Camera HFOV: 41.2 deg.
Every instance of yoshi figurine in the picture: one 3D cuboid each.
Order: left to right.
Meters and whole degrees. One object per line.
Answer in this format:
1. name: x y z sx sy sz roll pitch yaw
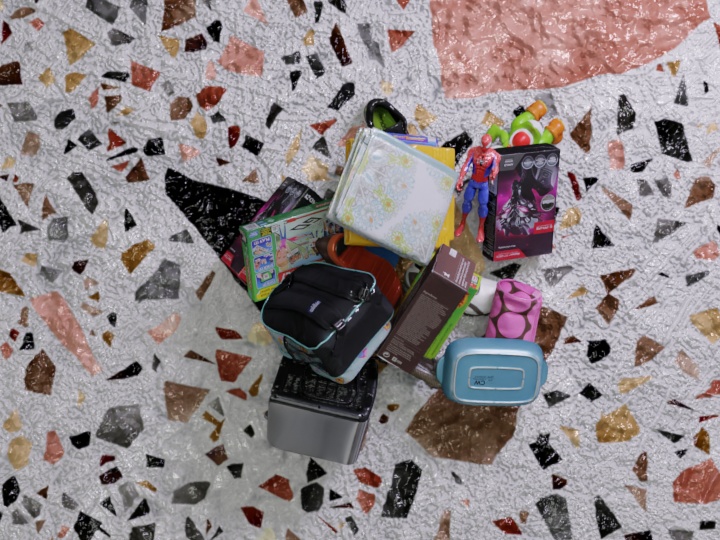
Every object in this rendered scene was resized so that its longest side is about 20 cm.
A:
1. yoshi figurine: 0.277 -0.212 1.757 0.200 0.112 0.112 -42 127 -16

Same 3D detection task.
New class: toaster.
1. toaster: -0.058 0.222 1.657 0.198 0.181 0.120 13 121 0

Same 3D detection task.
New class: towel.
1. towel: 0.055 -0.123 1.580 0.199 0.048 0.172 25 81 -21

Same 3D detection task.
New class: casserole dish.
1. casserole dish: 0.230 0.180 1.650 0.198 0.039 0.122 3 104 -4

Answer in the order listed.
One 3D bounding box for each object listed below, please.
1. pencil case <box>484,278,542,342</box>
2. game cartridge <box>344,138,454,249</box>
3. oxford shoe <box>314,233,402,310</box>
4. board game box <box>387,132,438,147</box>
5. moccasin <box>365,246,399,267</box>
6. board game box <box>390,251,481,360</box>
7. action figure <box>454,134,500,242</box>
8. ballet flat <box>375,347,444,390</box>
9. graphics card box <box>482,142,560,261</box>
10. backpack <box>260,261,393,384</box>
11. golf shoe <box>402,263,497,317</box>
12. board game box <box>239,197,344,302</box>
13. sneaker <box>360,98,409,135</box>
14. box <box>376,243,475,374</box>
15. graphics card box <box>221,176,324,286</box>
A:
1. pencil case: 0.269 0.121 1.697 0.093 0.090 0.202 18 110 36
2. game cartridge: 0.068 -0.127 1.624 0.198 0.032 0.178 2 87 -21
3. oxford shoe: 0.000 0.000 1.670 0.200 0.072 0.071 46 65 -33
4. board game box: 0.061 -0.143 1.722 0.133 0.045 0.202 7 111 0
5. moccasin: 0.027 -0.100 1.682 0.080 0.068 0.202 -13 111 0
6. board game box: 0.121 0.073 1.690 0.101 0.048 0.201 28 122 0
7. action figure: 0.195 -0.130 1.628 0.065 0.099 0.201 14 124 12
8. ballet flat: 0.073 0.155 1.686 0.199 0.068 0.047 29 123 -7
9. graphics card box: 0.285 -0.120 1.700 0.124 0.051 0.202 -7 112 -18
10. backpack: -0.060 0.081 1.591 0.199 0.154 0.176 21 63 39
11. golf shoe: 0.177 0.027 1.718 0.198 0.095 0.078 8 61 -1
12. board game box: -0.106 -0.039 1.647 0.199 0.029 0.136 -20 121 -26
13. sneaker: 0.064 -0.233 1.747 0.073 0.087 0.201 -31 86 -2
14. box: 0.110 0.065 1.604 0.075 0.100 0.201 29 123 -1
15. graphics card box: -0.157 -0.069 1.708 0.051 0.125 0.200 41 87 -25
